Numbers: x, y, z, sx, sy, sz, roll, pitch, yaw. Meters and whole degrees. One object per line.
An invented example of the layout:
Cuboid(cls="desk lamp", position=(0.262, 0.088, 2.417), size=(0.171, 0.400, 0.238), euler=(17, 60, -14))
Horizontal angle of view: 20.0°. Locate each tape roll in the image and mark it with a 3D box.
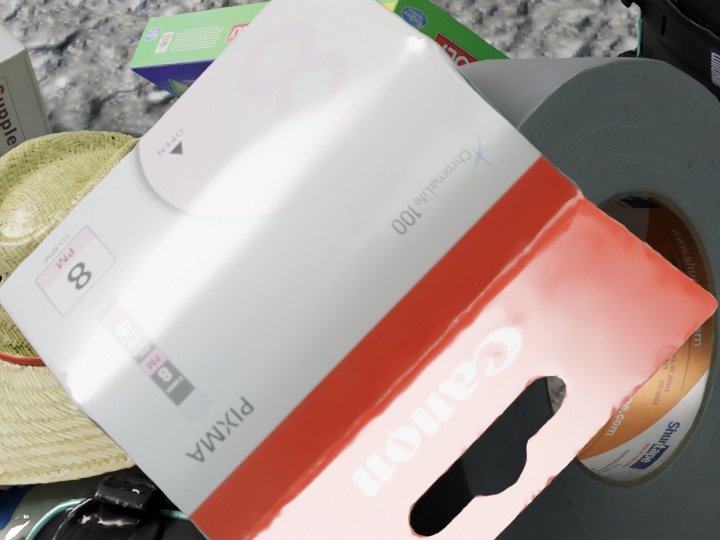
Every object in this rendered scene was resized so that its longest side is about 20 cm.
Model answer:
Cuboid(cls="tape roll", position=(0.074, 0.023, 0.744), size=(0.066, 0.200, 0.200), euler=(4, 45, 44))

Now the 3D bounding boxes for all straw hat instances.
Cuboid(cls="straw hat", position=(-0.105, -0.006, 0.780), size=(0.201, 0.085, 0.201), euler=(-7, 27, 3))

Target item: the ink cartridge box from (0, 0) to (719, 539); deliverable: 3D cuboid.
Cuboid(cls="ink cartridge box", position=(-0.012, 0.006, 0.640), size=(0.163, 0.057, 0.200), euler=(-46, 39, -1))

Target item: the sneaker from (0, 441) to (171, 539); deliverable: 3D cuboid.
Cuboid(cls="sneaker", position=(-0.157, 0.100, 0.798), size=(0.200, 0.077, 0.111), euler=(-43, 52, 17))

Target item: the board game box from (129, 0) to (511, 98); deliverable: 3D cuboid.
Cuboid(cls="board game box", position=(0.005, -0.070, 0.872), size=(0.200, 0.134, 0.029), euler=(4, 68, 56))

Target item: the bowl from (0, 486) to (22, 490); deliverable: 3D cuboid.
Cuboid(cls="bowl", position=(-0.054, 0.057, 0.865), size=(0.199, 0.075, 0.200), euler=(-29, 51, -18))

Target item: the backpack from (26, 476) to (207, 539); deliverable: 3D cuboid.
Cuboid(cls="backpack", position=(-0.047, 0.190, 0.675), size=(0.175, 0.153, 0.200), euler=(2, 59, 32))

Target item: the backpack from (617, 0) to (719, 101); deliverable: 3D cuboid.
Cuboid(cls="backpack", position=(0.231, -0.105, 0.903), size=(0.200, 0.176, 0.153), euler=(36, 66, 26))

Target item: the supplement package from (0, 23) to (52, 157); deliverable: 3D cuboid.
Cuboid(cls="supplement package", position=(-0.253, -0.044, 0.944), size=(0.200, 0.117, 0.117), euler=(-32, 51, -20))
